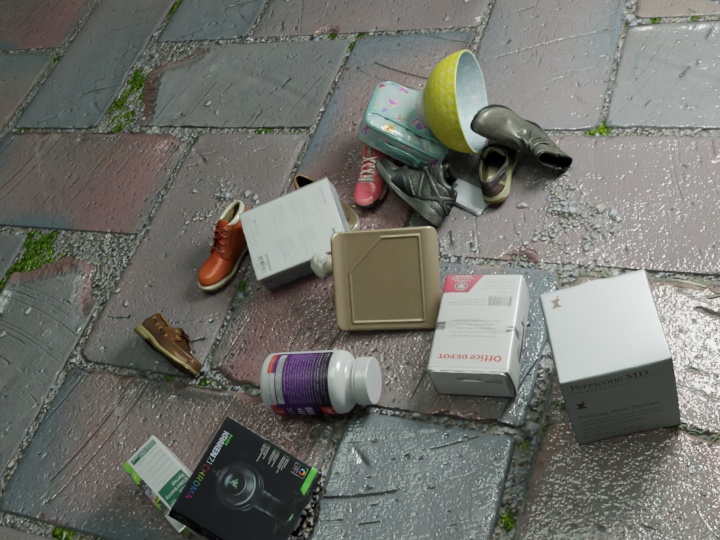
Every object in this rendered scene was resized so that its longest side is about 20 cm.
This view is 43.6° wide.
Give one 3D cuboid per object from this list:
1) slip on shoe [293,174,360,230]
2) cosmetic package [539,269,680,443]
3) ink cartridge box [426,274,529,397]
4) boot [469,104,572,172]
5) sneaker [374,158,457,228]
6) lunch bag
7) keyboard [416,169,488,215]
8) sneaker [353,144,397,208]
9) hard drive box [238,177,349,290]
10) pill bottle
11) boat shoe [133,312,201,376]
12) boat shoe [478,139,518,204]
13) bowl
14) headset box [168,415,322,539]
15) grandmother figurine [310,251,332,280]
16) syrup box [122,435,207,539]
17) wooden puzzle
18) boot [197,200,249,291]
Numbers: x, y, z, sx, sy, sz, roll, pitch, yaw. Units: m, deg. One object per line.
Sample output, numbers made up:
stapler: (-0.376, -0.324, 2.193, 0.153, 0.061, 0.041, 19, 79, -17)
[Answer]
slip on shoe: (-0.075, -0.139, 1.894, 0.076, 0.061, 0.200, -37, 50, -7)
cosmetic package: (0.384, 0.136, 1.387, 0.166, 0.201, 0.167, -15, 49, 13)
ink cartridge box: (0.208, 0.112, 1.561, 0.144, 0.085, 0.201, 0, 52, 23)
boot: (0.318, -0.253, 1.744, 0.068, 0.199, 0.131, -63, 39, 24)
sneaker: (0.120, -0.184, 1.812, 0.115, 0.076, 0.199, -51, 58, 6)
lunch bag: (0.102, -0.296, 1.873, 0.198, 0.077, 0.161, 23, 51, -3)
keyboard: (0.184, -0.169, 1.844, 0.056, 0.011, 0.199, -43, 50, -19)
sneaker: (0.022, -0.222, 1.902, 0.073, 0.087, 0.201, 3, 55, 26)
hard drive box: (-0.127, -0.073, 1.820, 0.198, 0.077, 0.157, -21, 70, 9)
pill bottle: (-0.068, 0.198, 1.594, 0.198, 0.112, 0.112, -5, 52, 21)
boat shoe: (-0.376, 0.143, 1.797, 0.199, 0.072, 0.068, 30, 71, 40)
boat shoe: (0.275, -0.223, 1.804, 0.073, 0.065, 0.201, -7, 47, 19)
bowl: (0.174, -0.329, 1.791, 0.107, 0.201, 0.201, -3, 53, 26)
headset box: (-0.182, 0.369, 1.469, 0.199, 0.093, 0.175, 32, 65, -2)
grandmother figurine: (0.000, 0.000, 1.725, 0.198, 0.123, 0.061, 8, 13, 11)
syrup box: (-0.322, 0.386, 1.577, 0.079, 0.082, 0.199, -46, 49, -14)
wooden puzzle: (0.048, 0.016, 1.667, 0.198, 0.037, 0.187, -3, 95, 12)
boot: (-0.290, -0.054, 1.893, 0.075, 0.108, 0.201, 19, 65, 32)
